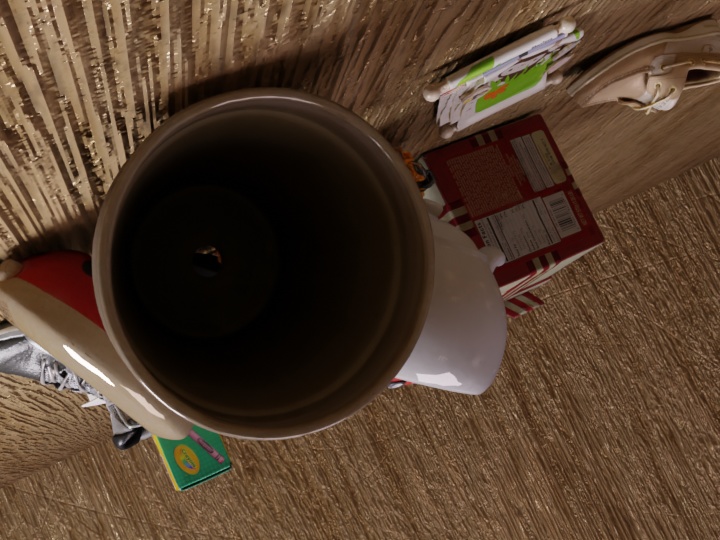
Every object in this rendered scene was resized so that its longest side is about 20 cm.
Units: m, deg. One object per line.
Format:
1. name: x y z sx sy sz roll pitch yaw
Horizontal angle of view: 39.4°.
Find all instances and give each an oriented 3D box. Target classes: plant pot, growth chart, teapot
1. plant pot: -0.080 -0.005 0.641 0.199 0.201 0.173 -23 -170 -22
2. growth chart: 0.120 -0.158 0.828 0.144 0.018 0.200 -27 175 5
3. teapot: 0.035 0.011 0.828 0.196 0.147 0.200 15 179 -5

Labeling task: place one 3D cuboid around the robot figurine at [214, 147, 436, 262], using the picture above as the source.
1. robot figurine: -0.030 -0.054 0.902 0.199 0.058 0.145 -28 174 25

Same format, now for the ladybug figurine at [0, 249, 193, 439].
1. ladybug figurine: -0.185 0.050 0.742 0.135 0.200 0.072 23 -110 46

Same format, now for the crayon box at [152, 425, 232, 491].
1. crayon box: -0.197 0.120 1.017 0.058 0.201 0.119 -22 174 -15

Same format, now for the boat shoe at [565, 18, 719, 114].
1. boat shoe: 0.293 -0.192 0.990 0.199 0.069 0.074 -23 173 -25

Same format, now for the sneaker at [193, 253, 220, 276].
1. sneaker: -0.093 0.048 0.957 0.072 0.199 0.083 -50 159 -75

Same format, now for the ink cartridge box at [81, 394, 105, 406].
1. ink cartridge box: -0.273 0.110 1.239 0.117 0.068 0.200 -26 175 4

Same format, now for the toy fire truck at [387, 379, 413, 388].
1. toy fire truck: 0.060 0.080 1.050 0.199 0.049 0.141 -2 158 -36

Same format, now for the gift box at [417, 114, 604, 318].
1. gift box: 0.146 -0.043 1.117 0.199 0.185 0.187 -16 169 -24

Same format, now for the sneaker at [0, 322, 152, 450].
1. sneaker: -0.235 0.101 0.883 0.199 0.116 0.075 -4 156 -8

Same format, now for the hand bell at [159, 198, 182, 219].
1. hand bell: -0.161 0.000 0.800 0.104 0.104 0.200 -22 162 -26

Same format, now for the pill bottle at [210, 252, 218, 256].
1. pill bottle: -0.122 0.043 1.087 0.111 0.111 0.200 -25 174 -2
